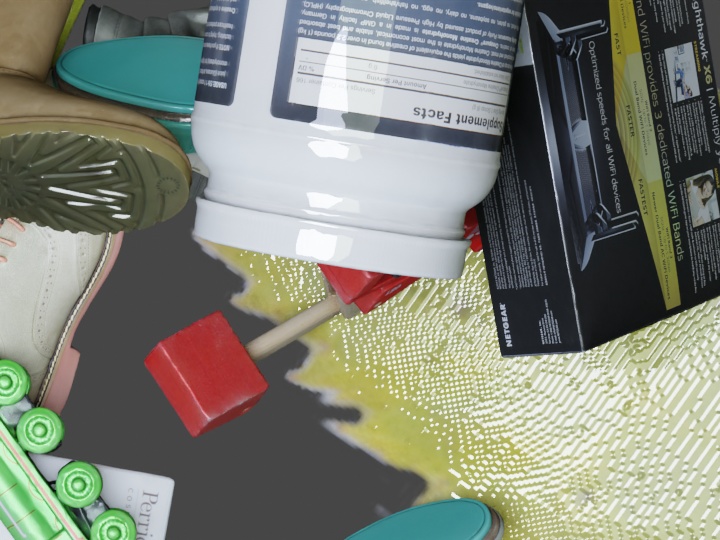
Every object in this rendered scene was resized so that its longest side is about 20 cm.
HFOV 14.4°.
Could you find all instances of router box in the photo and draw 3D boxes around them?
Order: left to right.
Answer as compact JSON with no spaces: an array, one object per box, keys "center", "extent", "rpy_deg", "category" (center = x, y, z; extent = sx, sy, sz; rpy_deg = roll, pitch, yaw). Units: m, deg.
[{"center":[0.115,-0.072,1.392],"extent":[0.052,0.157,0.201],"rpy_deg":[-5,98,39],"category":"router box"}]

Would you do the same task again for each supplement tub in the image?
[{"center":[0.001,-0.105,1.267],"extent":[0.139,0.140,0.201],"rpy_deg":[9,93,-2],"category":"supplement tub"}]

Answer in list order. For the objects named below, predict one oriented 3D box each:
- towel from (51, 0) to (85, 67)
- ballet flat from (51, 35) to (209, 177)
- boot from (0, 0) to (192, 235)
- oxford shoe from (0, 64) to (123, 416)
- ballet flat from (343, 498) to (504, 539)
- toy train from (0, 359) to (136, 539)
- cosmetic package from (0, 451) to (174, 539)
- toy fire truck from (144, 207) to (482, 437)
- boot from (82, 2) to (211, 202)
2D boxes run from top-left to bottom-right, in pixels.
[{"center":[-0.179,-0.152,1.447],"extent":[0.086,0.018,0.201],"rpy_deg":[24,96,-2],"category":"towel"},{"center":[-0.050,-0.074,1.379],"extent":[0.199,0.068,0.071],"rpy_deg":[-2,128,7],"category":"ballet flat"},{"center":[-0.147,-0.116,1.341],"extent":[0.174,0.201,0.066],"rpy_deg":[5,141,9],"category":"boot"},{"center":[-0.170,-0.005,1.415],"extent":[0.071,0.074,0.201],"rpy_deg":[21,106,33],"category":"oxford shoe"},{"center":[-0.012,0.180,1.473],"extent":[0.199,0.068,0.064],"rpy_deg":[-24,124,3],"category":"ballet flat"},{"center":[-0.139,0.129,1.386],"extent":[0.056,0.042,0.200],"rpy_deg":[-36,90,-5],"category":"toy train"},{"center":[-0.201,0.138,1.427],"extent":[0.199,0.071,0.102],"rpy_deg":[10,78,-10],"category":"cosmetic package"},{"center":[0.000,0.000,1.424],"extent":[0.199,0.141,0.049],"rpy_deg":[-27,77,-36],"category":"toy fire truck"},{"center":[-0.077,-0.121,1.426],"extent":[0.130,0.068,0.201],"rpy_deg":[6,101,0],"category":"boot"}]
